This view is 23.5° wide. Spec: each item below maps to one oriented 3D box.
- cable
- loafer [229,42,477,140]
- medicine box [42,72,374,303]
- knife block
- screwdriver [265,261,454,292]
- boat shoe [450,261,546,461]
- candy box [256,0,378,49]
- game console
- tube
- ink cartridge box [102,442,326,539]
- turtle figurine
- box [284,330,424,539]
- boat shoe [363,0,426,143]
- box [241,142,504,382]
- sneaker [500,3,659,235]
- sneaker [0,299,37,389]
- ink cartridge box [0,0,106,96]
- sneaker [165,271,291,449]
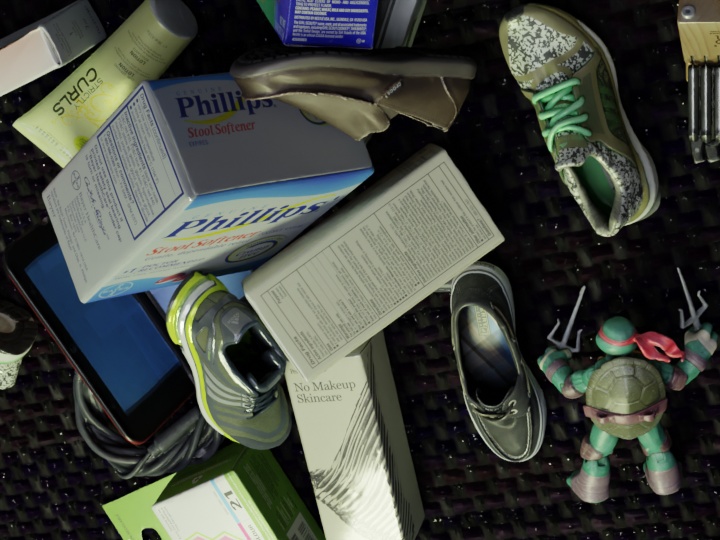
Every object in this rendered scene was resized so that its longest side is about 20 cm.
[{"bbox_3d":[-0.189,0.108,1.599,0.162,0.051,0.201,21,114,3],"label":"cable"},{"bbox_3d":[-0.002,-0.132,1.304,0.198,0.073,0.072,-1,103,-23],"label":"loafer"},{"bbox_3d":[-0.123,-0.070,1.370,0.200,0.181,0.104,-36,72,49],"label":"medicine box"},{"bbox_3d":[0.281,-0.186,1.301,0.063,0.176,0.202,2,69,16],"label":"knife block"},{"bbox_3d":[0.000,0.000,1.488,0.198,0.029,0.028,5,100,16],"label":"screwdriver"},{"bbox_3d":[0.114,0.091,1.460,0.069,0.066,0.202,-2,122,15],"label":"boat shoe"},{"bbox_3d":[-0.033,-0.289,1.287,0.076,0.169,0.202,0,117,-17],"label":"candy box"},{"bbox_3d":[-0.175,0.012,1.472,0.172,0.119,0.201,-34,99,4],"label":"game console"},{"bbox_3d":[-0.216,-0.157,1.483,0.200,0.052,0.058,-39,66,33],"label":"tube"},{"bbox_3d":[-0.146,0.264,1.634,0.199,0.076,0.149,-26,103,26],"label":"ink cartridge box"},{"bbox_3d":[0.216,0.096,1.426,0.148,0.101,0.202,3,120,17],"label":"turtle figurine"},{"bbox_3d":[-0.005,0.152,1.539,0.081,0.068,0.202,-6,112,21],"label":"box"},{"bbox_3d":[0.004,-0.178,1.389,0.063,0.071,0.201,23,111,6],"label":"boat shoe"},{"bbox_3d":[0.008,-0.008,1.407,0.199,0.078,0.095,-34,101,-1],"label":"box"},{"bbox_3d":[0.168,-0.113,1.338,0.076,0.089,0.201,-26,103,27],"label":"sneaker"},{"bbox_3d":[-0.403,0.060,1.635,0.199,0.077,0.089,23,127,10],"label":"sneaker"},{"bbox_3d":[-0.333,-0.154,1.450,0.199,0.174,0.044,-20,106,26],"label":"ink cartridge box"},{"bbox_3d":[-0.097,0.090,1.442,0.081,0.074,0.201,28,156,37],"label":"sneaker"}]
